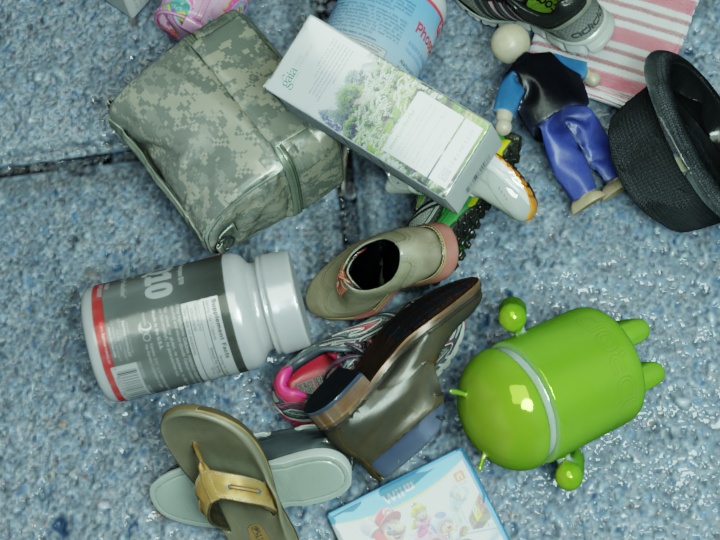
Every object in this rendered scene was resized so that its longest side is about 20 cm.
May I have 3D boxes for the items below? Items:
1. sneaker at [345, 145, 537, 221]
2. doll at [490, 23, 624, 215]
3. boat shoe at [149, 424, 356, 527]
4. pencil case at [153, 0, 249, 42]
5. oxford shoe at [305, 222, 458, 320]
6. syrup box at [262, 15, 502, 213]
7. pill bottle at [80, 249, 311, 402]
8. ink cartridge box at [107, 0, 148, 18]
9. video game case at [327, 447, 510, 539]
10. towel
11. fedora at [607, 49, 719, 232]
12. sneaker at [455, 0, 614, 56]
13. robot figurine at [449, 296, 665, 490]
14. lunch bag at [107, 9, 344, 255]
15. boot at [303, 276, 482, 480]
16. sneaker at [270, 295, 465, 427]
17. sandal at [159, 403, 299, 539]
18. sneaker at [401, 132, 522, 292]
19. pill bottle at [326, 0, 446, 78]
[{"bbox_3d":[0.074,-0.095,1.380,0.200,0.076,0.092,38,96,18],"label":"sneaker"},{"bbox_3d":[0.186,-0.155,1.435,0.136,0.048,0.201,-24,80,-25],"label":"doll"},{"bbox_3d":[-0.098,0.189,1.365,0.199,0.076,0.060,-8,30,14],"label":"boat shoe"},{"bbox_3d":[-0.139,-0.326,1.541,0.087,0.087,0.201,25,75,14],"label":"pencil case"},{"bbox_3d":[0.000,0.000,1.360,0.075,0.200,0.071,-4,73,-40],"label":"oxford shoe"},{"bbox_3d":[0.020,-0.140,1.313,0.200,0.081,0.079,33,90,14],"label":"syrup box"},{"bbox_3d":[-0.154,0.048,1.392,0.199,0.114,0.114,-14,69,1],"label":"pill bottle"},{"bbox_3d":[-0.220,-0.390,1.541,0.084,0.145,0.200,35,77,15],"label":"ink cartridge box"},{"bbox_3d":[0.074,0.281,1.334,0.143,0.018,0.201,-26,69,-3],"label":"video game case"},{"bbox_3d":[0.266,-0.261,1.507,0.146,0.030,0.201,20,73,15],"label":"towel"},{"bbox_3d":[0.301,-0.106,1.395,0.091,0.200,0.201,-28,65,32],"label":"fedora"},{"bbox_3d":[0.163,-0.285,1.476,0.200,0.087,0.074,32,80,36],"label":"sneaker"},{"bbox_3d":[0.173,0.106,1.319,0.199,0.116,0.176,-22,95,-24],"label":"robot figurine"},{"bbox_3d":[-0.135,-0.132,1.440,0.167,0.139,0.200,-34,71,-13],"label":"lunch bag"},{"bbox_3d":[0.050,0.097,1.329,0.200,0.075,0.097,-40,107,-10],"label":"boot"},{"bbox_3d":[0.010,0.085,1.382,0.199,0.075,0.081,-30,70,-6],"label":"sneaker"},{"bbox_3d":[-0.114,0.207,1.309,0.080,0.054,0.201,-20,107,20],"label":"sandal"},{"bbox_3d":[0.078,-0.064,1.437,0.085,0.078,0.200,25,66,21],"label":"sneaker"},{"bbox_3d":[0.021,-0.241,1.481,0.108,0.109,0.201,22,74,13],"label":"pill bottle"}]
